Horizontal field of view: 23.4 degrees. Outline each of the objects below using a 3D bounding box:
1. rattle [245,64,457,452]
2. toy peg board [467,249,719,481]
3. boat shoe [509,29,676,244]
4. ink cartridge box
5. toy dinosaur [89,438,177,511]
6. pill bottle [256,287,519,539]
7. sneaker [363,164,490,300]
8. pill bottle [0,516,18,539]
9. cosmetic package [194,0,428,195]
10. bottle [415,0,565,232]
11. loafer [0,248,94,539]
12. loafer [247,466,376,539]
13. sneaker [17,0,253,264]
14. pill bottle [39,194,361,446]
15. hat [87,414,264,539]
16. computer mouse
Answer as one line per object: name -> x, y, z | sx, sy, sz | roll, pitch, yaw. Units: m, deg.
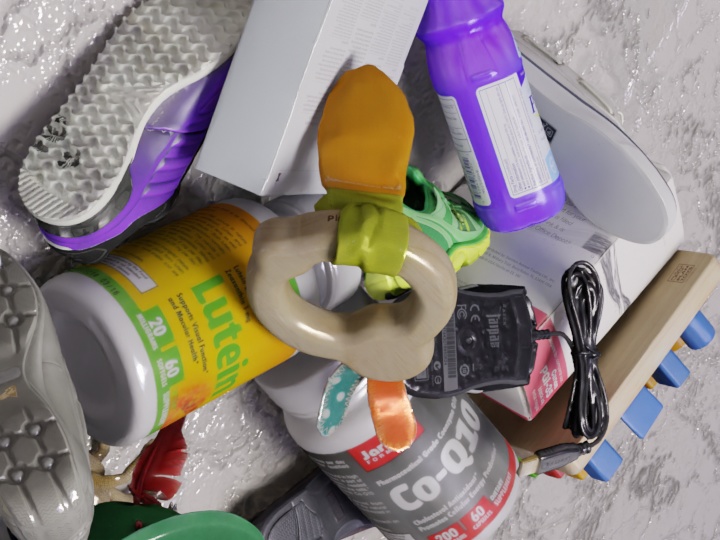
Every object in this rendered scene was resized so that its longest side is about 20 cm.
rattle -> 0.000, 0.000, 1.077 | 0.130, 0.143, 0.200 | -21, 141, 5
toy peg board -> 0.188, 0.085, 1.378 | 0.098, 0.199, 0.200 | 46, 74, -25
boat shoe -> 0.159, -0.102, 1.268 | 0.066, 0.200, 0.072 | -33, 156, -40
ink cartridge box -> 0.129, -0.007, 1.316 | 0.200, 0.146, 0.083 | -46, 140, -21
toy dinosaur -> -0.175, 0.165, 1.154 | 0.101, 0.058, 0.201 | -18, 118, -24
pill bottle -> 0.018, 0.107, 1.238 | 0.114, 0.114, 0.200 | -51, 124, -15
sneaker -> 0.043, -0.037, 1.215 | 0.200, 0.074, 0.084 | -43, 118, -75
pill bottle -> -0.246, 0.164, 1.009 | 0.111, 0.111, 0.201 | -38, 136, -29
cosmetic package -> -0.024, -0.125, 1.089 | 0.200, 0.051, 0.151 | -9, 118, -74
bottle -> 0.084, -0.129, 1.211 | 0.065, 0.084, 0.201 | -20, 104, 2
loafer -> -0.192, 0.073, 0.965 | 0.070, 0.200, 0.070 | -16, 142, -8
loafer -> -0.025, 0.176, 1.330 | 0.200, 0.063, 0.072 | -26, 99, -44
sneaker -> -0.126, -0.085, 1.046 | 0.200, 0.069, 0.100 | -51, 156, -22
pill bottle -> -0.097, 0.021, 1.098 | 0.200, 0.111, 0.112 | -28, 130, -37
hat -> -0.164, 0.149, 1.043 | 0.166, 0.176, 0.200 | -45, 148, 6
computer mouse -> 0.087, 0.074, 1.182 | 0.199, 0.046, 0.141 | -9, 94, -36
